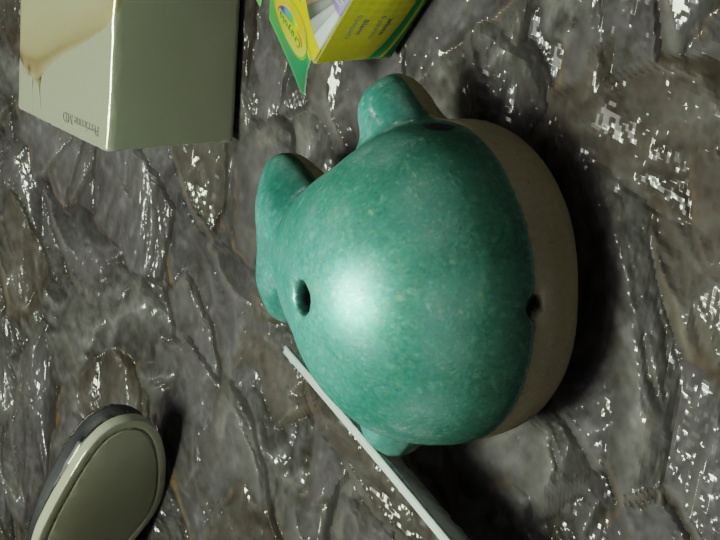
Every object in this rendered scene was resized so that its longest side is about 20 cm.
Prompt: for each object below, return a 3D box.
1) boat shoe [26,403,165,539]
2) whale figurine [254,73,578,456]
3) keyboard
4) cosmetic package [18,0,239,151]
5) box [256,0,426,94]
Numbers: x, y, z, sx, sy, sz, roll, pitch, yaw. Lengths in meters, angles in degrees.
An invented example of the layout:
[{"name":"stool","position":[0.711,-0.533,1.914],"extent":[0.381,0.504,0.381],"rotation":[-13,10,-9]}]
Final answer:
[{"name":"boat shoe","position":[-0.158,0.133,1.242],"extent":[0.063,0.073,0.200],"rotation":[55,142,32]},{"name":"whale figurine","position":[0.000,0.000,0.943],"extent":[0.200,0.104,0.159],"rotation":[17,111,55]},{"name":"keyboard","position":[0.029,0.100,0.971],"extent":[0.200,0.011,0.056],"rotation":[47,177,42]},{"name":"cosmetic package","position":[-0.110,-0.166,1.112],"extent":[0.104,0.073,0.200],"rotation":[24,115,53]},{"name":"box","position":[0.004,-0.176,0.959],"extent":[0.200,0.048,0.117],"rotation":[-53,53,44]}]
